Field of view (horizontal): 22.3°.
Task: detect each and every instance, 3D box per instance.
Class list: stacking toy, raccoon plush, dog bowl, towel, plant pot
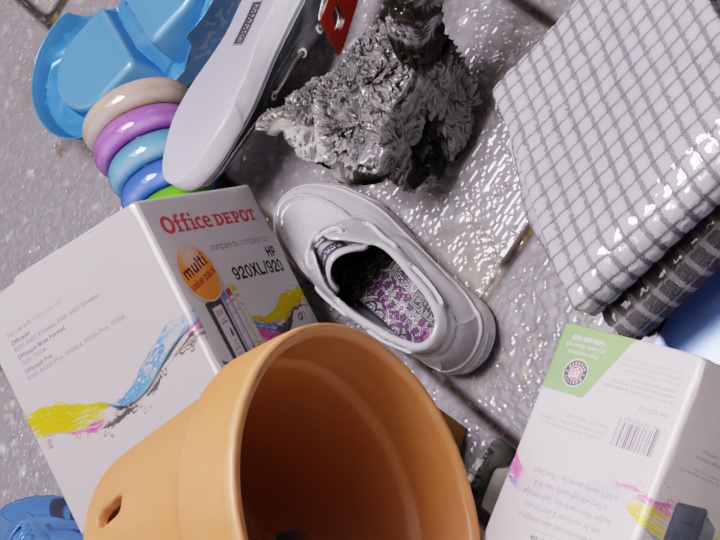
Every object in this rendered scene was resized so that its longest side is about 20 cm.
[{"bbox_3d":[-0.125,-0.033,1.280,0.085,0.085,0.201,-35,65,23],"label":"stacking toy"},{"bbox_3d":[0.006,-0.143,1.180,0.134,0.097,0.201,30,116,39],"label":"raccoon plush"},{"bbox_3d":[-0.160,-0.175,1.360,0.200,0.050,0.112,-45,54,18],"label":"dog bowl"},{"bbox_3d":[0.168,-0.080,1.043,0.166,0.085,0.200,-47,36,25],"label":"towel"},{"bbox_3d":[-0.049,0.141,0.955,0.140,0.200,0.201,-19,65,35],"label":"plant pot"}]

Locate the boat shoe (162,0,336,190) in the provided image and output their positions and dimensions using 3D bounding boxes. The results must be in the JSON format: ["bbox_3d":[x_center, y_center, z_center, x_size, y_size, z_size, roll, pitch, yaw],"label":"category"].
[{"bbox_3d":[-0.067,-0.137,1.254,0.069,0.057,0.201,15,75,55],"label":"boat shoe"}]

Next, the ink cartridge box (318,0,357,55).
[{"bbox_3d":[0.031,-0.239,1.196,0.050,0.109,0.201,18,87,8],"label":"ink cartridge box"}]

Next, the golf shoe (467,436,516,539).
[{"bbox_3d":[0.081,0.197,1.059,0.088,0.077,0.201,13,63,-2],"label":"golf shoe"}]

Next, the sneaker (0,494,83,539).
[{"bbox_3d":[-0.212,0.193,1.244,0.200,0.078,0.066,17,89,50],"label":"sneaker"}]

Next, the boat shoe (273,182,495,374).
[{"bbox_3d":[0.000,0.000,1.173,0.072,0.068,0.200,-52,53,12],"label":"boat shoe"}]

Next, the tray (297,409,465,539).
[{"bbox_3d":[0.003,0.170,1.079,0.037,0.099,0.201,5,70,35],"label":"tray"}]

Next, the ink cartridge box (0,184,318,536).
[{"bbox_3d":[-0.111,0.069,1.144,0.144,0.147,0.201,-31,82,25],"label":"ink cartridge box"}]

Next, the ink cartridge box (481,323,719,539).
[{"bbox_3d":[0.130,0.139,0.970,0.117,0.067,0.201,14,80,57],"label":"ink cartridge box"}]

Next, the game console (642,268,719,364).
[{"bbox_3d":[0.226,0.068,1.008,0.177,0.031,0.201,30,95,39],"label":"game console"}]
